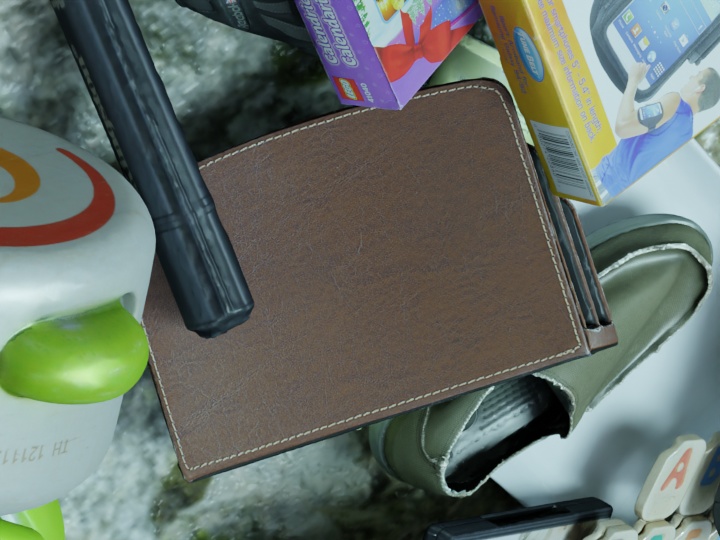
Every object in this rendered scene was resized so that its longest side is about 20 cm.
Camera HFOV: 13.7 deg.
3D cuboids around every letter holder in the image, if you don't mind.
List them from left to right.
[{"bbox_3d":[0.000,0.000,1.399,0.200,0.101,0.142,-19,87,12],"label":"letter holder"}]

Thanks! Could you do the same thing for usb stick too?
[{"bbox_3d":[-0.097,-0.064,1.329,0.033,0.055,0.200,-23,95,-7],"label":"usb stick"}]

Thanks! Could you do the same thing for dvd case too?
[{"bbox_3d":[0.060,0.187,1.499,0.200,0.018,0.143,0,112,-62],"label":"dvd case"}]

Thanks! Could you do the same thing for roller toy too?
[{"bbox_3d":[-0.189,0.019,1.299,0.182,0.200,0.140,10,113,-10],"label":"roller toy"}]

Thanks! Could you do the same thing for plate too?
[{"bbox_3d":[0.132,0.034,1.555,0.200,0.032,0.200,-46,125,3],"label":"plate"}]

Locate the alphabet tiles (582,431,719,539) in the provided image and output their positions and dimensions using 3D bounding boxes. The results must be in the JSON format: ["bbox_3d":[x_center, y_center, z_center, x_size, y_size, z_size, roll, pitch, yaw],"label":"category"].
[{"bbox_3d":[0.158,0.173,1.601,0.200,0.015,0.196,1,118,-55],"label":"alphabet tiles"}]

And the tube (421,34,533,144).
[{"bbox_3d":[0.026,-0.018,1.470,0.200,0.052,0.058,-61,162,9],"label":"tube"}]

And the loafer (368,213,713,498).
[{"bbox_3d":[0.100,0.050,1.486,0.200,0.070,0.075,-38,126,-3],"label":"loafer"}]

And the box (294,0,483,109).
[{"bbox_3d":[0.034,-0.186,1.330,0.200,0.039,0.137,-50,132,-32],"label":"box"}]

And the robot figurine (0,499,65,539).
[{"bbox_3d":[-0.215,0.145,1.364,0.116,0.175,0.200,55,52,-12],"label":"robot figurine"}]

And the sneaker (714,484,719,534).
[{"bbox_3d":[0.250,0.056,1.544,0.088,0.076,0.200,-33,155,-58],"label":"sneaker"}]

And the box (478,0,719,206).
[{"bbox_3d":[0.149,-0.132,1.352,0.200,0.041,0.119,-36,120,-23],"label":"box"}]

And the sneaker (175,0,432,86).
[{"bbox_3d":[-0.038,-0.140,1.365,0.200,0.088,0.076,31,63,-52],"label":"sneaker"}]
